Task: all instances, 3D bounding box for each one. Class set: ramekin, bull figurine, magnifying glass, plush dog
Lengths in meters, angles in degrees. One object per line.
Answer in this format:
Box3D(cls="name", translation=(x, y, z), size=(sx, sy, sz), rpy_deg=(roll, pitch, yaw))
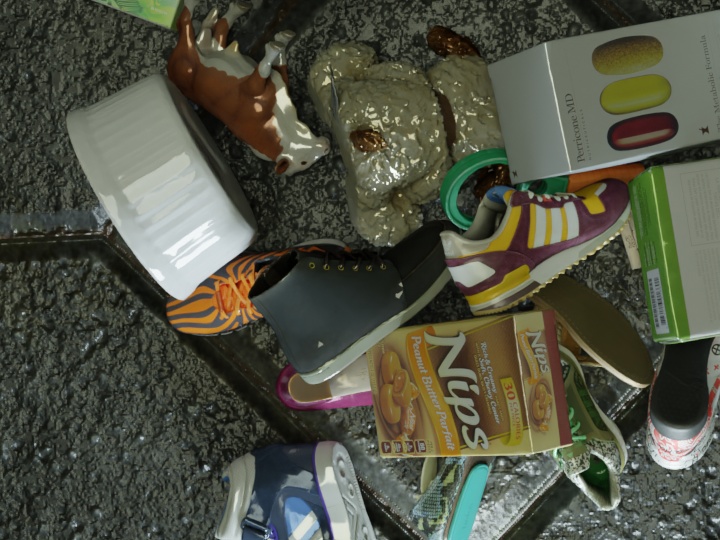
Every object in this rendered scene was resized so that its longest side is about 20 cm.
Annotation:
Box3D(cls="ramekin", translation=(-0.177, -0.083, 1.362), size=(0.097, 0.200, 0.202), rpy_deg=(-31, 88, 4))
Box3D(cls="bull figurine", translation=(-0.106, -0.175, 1.376), size=(0.199, 0.065, 0.123), rpy_deg=(32, 121, 27))
Box3D(cls="magnifying glass", translation=(0.167, -0.077, 1.338), size=(0.197, 0.022, 0.080), rpy_deg=(-7, 129, -19))
Box3D(cls="plush dog", translation=(0.061, -0.137, 1.350), size=(0.170, 0.160, 0.202), rpy_deg=(-19, 90, -12))

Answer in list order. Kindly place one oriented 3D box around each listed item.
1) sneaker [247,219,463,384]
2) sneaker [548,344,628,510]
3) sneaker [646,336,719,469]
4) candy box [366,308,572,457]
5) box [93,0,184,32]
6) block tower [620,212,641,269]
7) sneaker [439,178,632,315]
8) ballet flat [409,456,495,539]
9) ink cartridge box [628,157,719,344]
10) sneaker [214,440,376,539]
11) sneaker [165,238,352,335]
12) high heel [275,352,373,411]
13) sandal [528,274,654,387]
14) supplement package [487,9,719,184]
Box3D(cls="sneaker", translation=(0.000, 0.000, 1.316), size=(0.200, 0.075, 0.107), rpy_deg=(-41, 113, -12))
Box3D(cls="sneaker", translation=(0.187, 0.140, 1.324), size=(0.077, 0.089, 0.200), rpy_deg=(-35, 118, 15))
Box3D(cls="sneaker", translation=(0.306, 0.082, 1.349), size=(0.066, 0.108, 0.203), rpy_deg=(14, 60, 17))
Box3D(cls="candy box", translation=(0.090, 0.101, 1.286), size=(0.199, 0.055, 0.117), rpy_deg=(-10, 88, 51))
Box3D(cls="box", translation=(-0.213, -0.351, 1.427), size=(0.143, 0.036, 0.202), rpy_deg=(20, 98, 9))
Box3D(cls="block tower", translation=(0.326, -0.055, 1.341), size=(0.198, 0.054, 0.059), rpy_deg=(-18, 90, 12))
Box3D(cls="sneaker", translation=(0.157, -0.046, 1.284), size=(0.199, 0.075, 0.091), rpy_deg=(-36, 105, -29))
Box3D(cls="ballet flat", translation=(0.099, 0.164, 1.395), size=(0.074, 0.074, 0.202), rpy_deg=(25, 94, 8))
Box3D(cls="ink cartridge box", translation=(0.346, -0.024, 1.270), size=(0.197, 0.076, 0.150), rpy_deg=(-8, 86, -5))
Box3D(cls="sneaker", translation=(-0.066, 0.267, 1.429), size=(0.145, 0.081, 0.203), rpy_deg=(-12, 95, 19))
Box3D(cls="sneaker", translation=(-0.104, 0.014, 1.394), size=(0.198, 0.112, 0.078), rpy_deg=(-19, 90, 11))
Box3D(cls="high heel", translation=(0.017, 0.103, 1.422), size=(0.197, 0.096, 0.068), rpy_deg=(-12, 89, -10))
Box3D(cls="sandal", translation=(0.177, 0.045, 1.377), size=(0.211, 0.078, 0.070), rpy_deg=(43, 129, 2))
Box3D(cls="supplement package", translation=(0.228, -0.150, 1.279), size=(0.198, 0.109, 0.115), rpy_deg=(-14, 92, -22))
